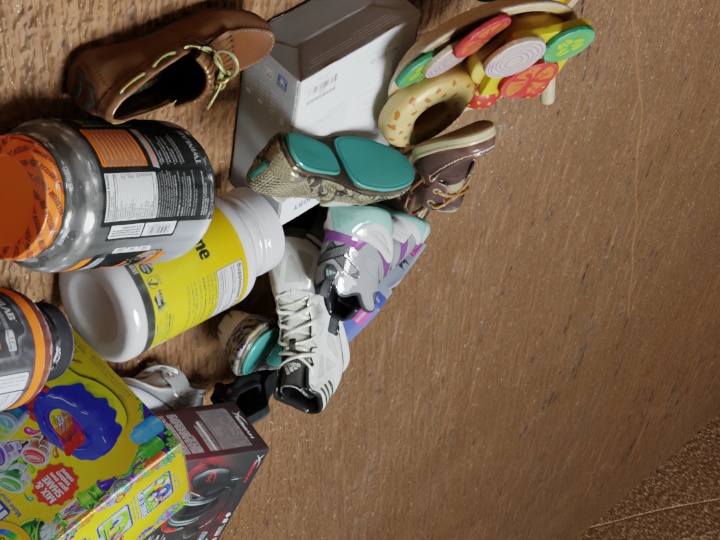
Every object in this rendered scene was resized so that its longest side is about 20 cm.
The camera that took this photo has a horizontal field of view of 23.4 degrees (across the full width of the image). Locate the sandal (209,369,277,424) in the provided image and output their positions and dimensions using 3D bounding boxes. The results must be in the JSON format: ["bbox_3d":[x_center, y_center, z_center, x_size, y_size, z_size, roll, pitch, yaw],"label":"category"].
[{"bbox_3d":[-0.134,0.133,1.907,0.075,0.048,0.200,-19,-168,11],"label":"sandal"}]

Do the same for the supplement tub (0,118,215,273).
[{"bbox_3d":[-0.220,-0.062,1.407,0.200,0.122,0.123,-6,134,-56],"label":"supplement tub"}]

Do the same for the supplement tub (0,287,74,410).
[{"bbox_3d":[-0.331,0.070,1.446,0.200,0.107,0.107,-9,136,-57],"label":"supplement tub"}]

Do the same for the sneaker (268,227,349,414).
[{"bbox_3d":[-0.056,0.062,1.779,0.116,0.075,0.201,-76,157,-53],"label":"sneaker"}]

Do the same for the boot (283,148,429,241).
[{"bbox_3d":[-0.005,-0.067,1.849,0.200,0.077,0.138,-49,152,1],"label":"boot"}]

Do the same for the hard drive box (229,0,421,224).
[{"bbox_3d":[-0.035,-0.160,1.634,0.156,0.077,0.200,-32,152,-31],"label":"hard drive box"}]

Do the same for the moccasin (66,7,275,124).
[{"bbox_3d":[-0.144,-0.166,1.430,0.201,0.078,0.074,-21,146,-47],"label":"moccasin"}]

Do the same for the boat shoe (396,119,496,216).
[{"bbox_3d":[0.081,-0.092,1.668,0.072,0.072,0.200,-22,180,-27],"label":"boat shoe"}]

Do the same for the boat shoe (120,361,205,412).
[{"bbox_3d":[-0.213,0.127,1.808,0.200,0.073,0.066,50,53,-74],"label":"boat shoe"}]

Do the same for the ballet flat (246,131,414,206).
[{"bbox_3d":[-0.034,-0.088,1.590,0.075,0.068,0.200,-34,160,30],"label":"ballet flat"}]

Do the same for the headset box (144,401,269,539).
[{"bbox_3d":[-0.211,0.217,1.737,0.200,0.075,0.149,-2,131,-46],"label":"headset box"}]

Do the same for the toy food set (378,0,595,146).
[{"bbox_3d":[0.115,-0.189,1.614,0.199,0.049,0.198,-14,160,-22],"label":"toy food set"}]

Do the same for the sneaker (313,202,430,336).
[{"bbox_3d":[0.000,0.000,1.767,0.200,0.077,0.140,9,100,-66],"label":"sneaker"}]

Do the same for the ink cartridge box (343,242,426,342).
[{"bbox_3d":[-0.003,0.037,1.940,0.119,0.042,0.200,-46,-179,33],"label":"ink cartridge box"}]

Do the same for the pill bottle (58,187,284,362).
[{"bbox_3d":[-0.169,-0.004,1.603,0.200,0.112,0.113,-29,151,-38],"label":"pill bottle"}]

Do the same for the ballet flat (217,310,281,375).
[{"bbox_3d":[-0.118,0.074,1.864,0.072,0.072,0.200,-50,169,5],"label":"ballet flat"}]

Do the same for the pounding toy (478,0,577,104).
[{"bbox_3d":[0.180,-0.303,1.697,0.200,0.142,0.184,-49,157,2],"label":"pounding toy"}]

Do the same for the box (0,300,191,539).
[{"bbox_3d":[-0.291,0.174,1.561,0.192,0.200,0.122,-39,156,-22],"label":"box"}]
